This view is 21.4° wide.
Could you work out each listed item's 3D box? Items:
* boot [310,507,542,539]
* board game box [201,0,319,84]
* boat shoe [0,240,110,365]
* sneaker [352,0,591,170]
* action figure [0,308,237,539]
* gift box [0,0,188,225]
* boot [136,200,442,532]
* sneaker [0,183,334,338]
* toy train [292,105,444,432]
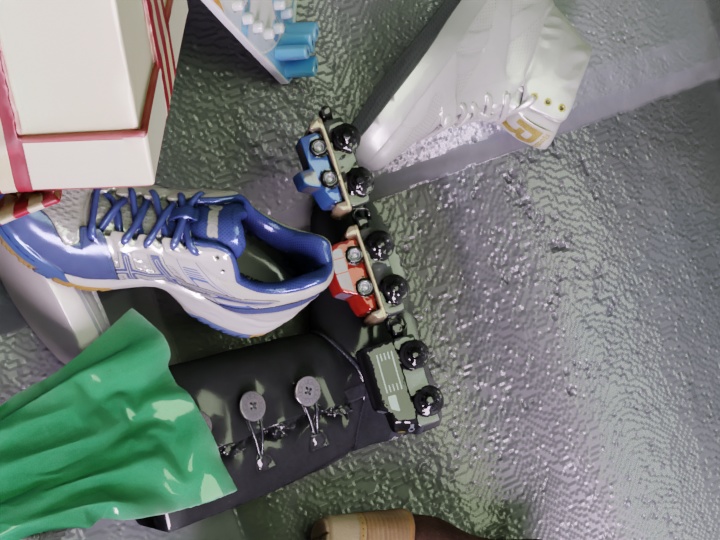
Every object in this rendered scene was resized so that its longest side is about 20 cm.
[{"bbox_3d":[0.042,0.249,1.163,0.165,0.072,0.202,13,72,-25],"label":"boot"},{"bbox_3d":[-0.056,-0.236,1.134,0.026,0.200,0.202,0,78,15],"label":"board game box"},{"bbox_3d":[-0.185,-0.041,1.090,0.068,0.072,0.201,-28,86,-27],"label":"boat shoe"},{"bbox_3d":[0.080,-0.112,1.243,0.116,0.074,0.200,45,62,-12],"label":"sneaker"},{"bbox_3d":[-0.172,0.107,1.006,0.199,0.055,0.119,-23,74,-40],"label":"action figure"},{"bbox_3d":[-0.195,-0.145,0.967,0.185,0.198,0.188,-79,166,-50],"label":"gift box"},{"bbox_3d":[-0.064,0.050,1.148,0.198,0.066,0.166,-18,84,-23],"label":"boot"},{"bbox_3d":[-0.105,-0.026,1.049,0.199,0.088,0.076,17,63,-31],"label":"sneaker"},{"bbox_3d":[0.000,0.000,1.132,0.045,0.034,0.202,-16,83,-10],"label":"toy train"}]
